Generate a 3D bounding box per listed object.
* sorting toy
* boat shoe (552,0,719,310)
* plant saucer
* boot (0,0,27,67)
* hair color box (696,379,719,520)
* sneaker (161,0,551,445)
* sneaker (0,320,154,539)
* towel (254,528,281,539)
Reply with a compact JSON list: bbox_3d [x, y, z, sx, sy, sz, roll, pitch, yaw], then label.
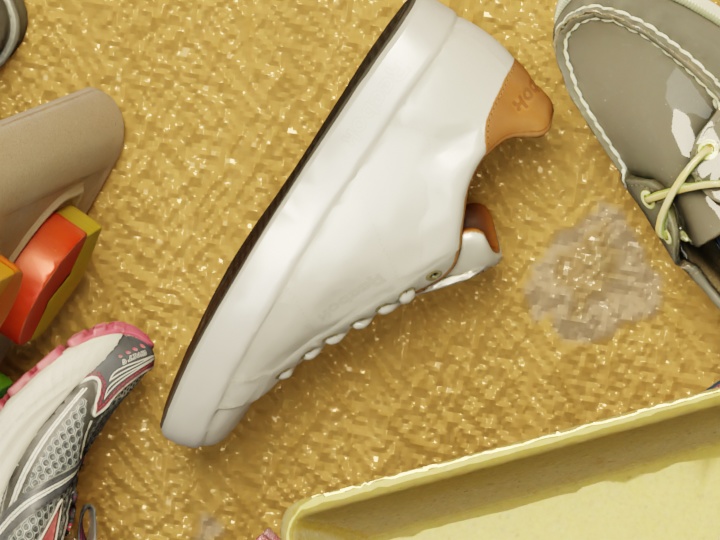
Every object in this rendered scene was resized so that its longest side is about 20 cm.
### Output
[{"bbox_3d":[-0.152,0.036,1.033,0.036,0.185,0.201,29,106,7],"label":"sorting toy"},{"bbox_3d":[0.142,-0.026,1.028,0.202,0.060,0.072,47,128,-7],"label":"boat shoe"},{"bbox_3d":[0.090,0.151,1.023,0.199,0.048,0.201,-15,97,3],"label":"plant saucer"},{"bbox_3d":[-0.198,-0.118,0.993,0.182,0.200,0.073,39,105,-3],"label":"boot"},{"bbox_3d":[0.108,0.130,1.084,0.200,0.061,0.100,-36,97,14],"label":"hair color box"},{"bbox_3d":[0.000,0.000,1.053,0.084,0.073,0.200,33,110,-8],"label":"sneaker"},{"bbox_3d":[-0.131,0.112,1.079,0.074,0.081,0.201,27,85,2],"label":"sneaker"},{"bbox_3d":[-0.017,0.214,1.086,0.200,0.023,0.144,45,112,-5],"label":"towel"}]
